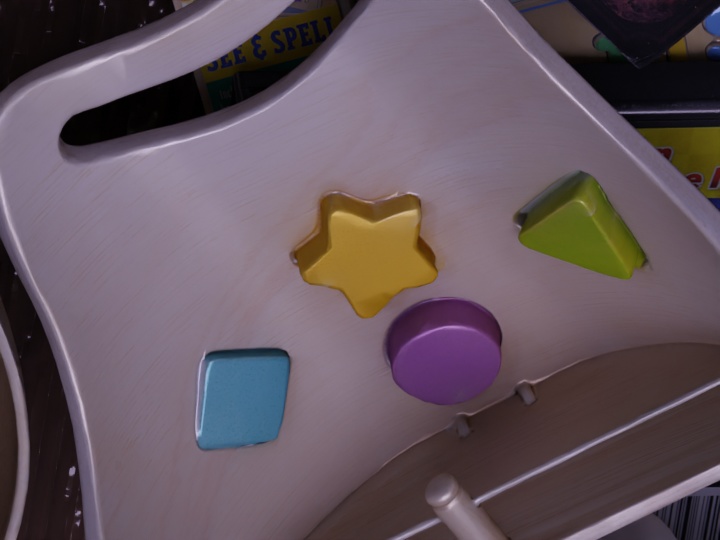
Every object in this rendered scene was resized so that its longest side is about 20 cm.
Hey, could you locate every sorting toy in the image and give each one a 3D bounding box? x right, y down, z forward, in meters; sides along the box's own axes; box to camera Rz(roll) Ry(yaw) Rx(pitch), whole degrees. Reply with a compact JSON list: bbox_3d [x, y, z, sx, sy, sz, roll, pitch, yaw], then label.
[{"bbox_3d":[0.000,0.000,0.758,0.200,0.107,0.180,-27,118,15],"label":"sorting toy"}]

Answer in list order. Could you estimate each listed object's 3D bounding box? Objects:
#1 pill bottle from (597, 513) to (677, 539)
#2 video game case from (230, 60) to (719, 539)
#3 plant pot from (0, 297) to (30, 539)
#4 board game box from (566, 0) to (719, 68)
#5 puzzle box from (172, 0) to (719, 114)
[{"bbox_3d":[0.081,0.173,0.809,0.114,0.114,0.200,-29,107,9],"label":"pill bottle"},{"bbox_3d":[0.059,0.021,0.854,0.199,0.026,0.181,-1,127,-8],"label":"video game case"},{"bbox_3d":[-0.188,0.016,0.780,0.200,0.135,0.201,-3,117,-6],"label":"plant pot"},{"bbox_3d":[0.046,-0.160,0.724,0.200,0.035,0.135,42,127,-10],"label":"board game box"},{"bbox_3d":[0.048,-0.084,0.818,0.200,0.025,0.133,-15,117,1],"label":"puzzle box"}]
